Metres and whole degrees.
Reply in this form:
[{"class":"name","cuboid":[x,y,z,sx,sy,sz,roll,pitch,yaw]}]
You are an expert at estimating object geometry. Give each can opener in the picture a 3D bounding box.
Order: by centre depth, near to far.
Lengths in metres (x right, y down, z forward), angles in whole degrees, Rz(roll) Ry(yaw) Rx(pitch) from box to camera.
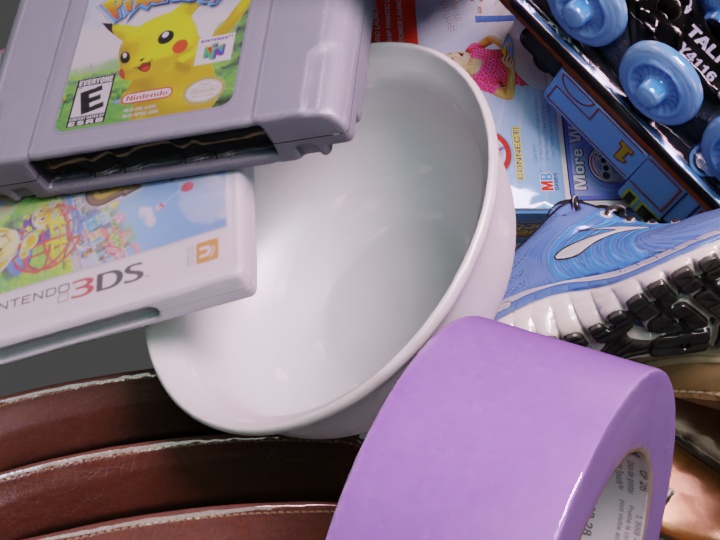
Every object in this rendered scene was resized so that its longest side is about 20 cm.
[{"class":"can opener","cuboid":[-0.065,-0.024,0.782,0.067,0.053,0.200,-39,82,-14]}]

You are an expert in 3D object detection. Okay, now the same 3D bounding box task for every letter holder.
[{"class":"letter holder","cuboid":[-0.088,0.122,0.686,0.198,0.101,0.144,-5,94,-10]}]

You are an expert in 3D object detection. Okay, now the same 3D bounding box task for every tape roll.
[{"class":"tape roll","cuboid":[0.059,0.126,0.601,0.084,0.200,0.201,17,69,23]}]

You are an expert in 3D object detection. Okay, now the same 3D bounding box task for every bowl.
[{"class":"bowl","cuboid":[0.000,0.000,0.690,0.200,0.090,0.203,-22,50,28]}]

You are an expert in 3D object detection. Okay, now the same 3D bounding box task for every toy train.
[{"class":"toy train","cuboid":[0.155,-0.094,0.744,0.200,0.114,0.087,45,62,6]}]

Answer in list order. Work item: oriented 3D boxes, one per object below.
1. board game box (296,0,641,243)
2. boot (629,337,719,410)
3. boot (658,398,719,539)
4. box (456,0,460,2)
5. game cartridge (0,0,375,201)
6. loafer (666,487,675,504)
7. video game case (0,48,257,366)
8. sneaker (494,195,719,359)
[{"class":"board game box","cuboid":[0.053,-0.117,0.827,0.193,0.056,0.202,-1,72,-8]},{"class":"boot","cuboid":[0.221,0.107,0.711,0.072,0.198,0.157,-5,93,-52]},{"class":"boot","cuboid":[0.200,0.162,0.754,0.199,0.069,0.189,34,78,8]},{"class":"box","cuboid":[0.039,-0.207,0.716,0.099,0.200,0.096,28,111,2]},{"class":"game cartridge","cuboid":[-0.091,-0.105,0.709,0.198,0.041,0.134,-7,51,19]},{"class":"loafer","cuboid":[0.117,0.191,0.718,0.068,0.076,0.202,22,85,16]},{"class":"video game case","cuboid":[-0.139,-0.050,0.727,0.180,0.022,0.202,-15,52,13]},{"class":"sneaker","cuboid":[0.128,-0.006,0.701,0.198,0.079,0.090,-19,53,20]}]
